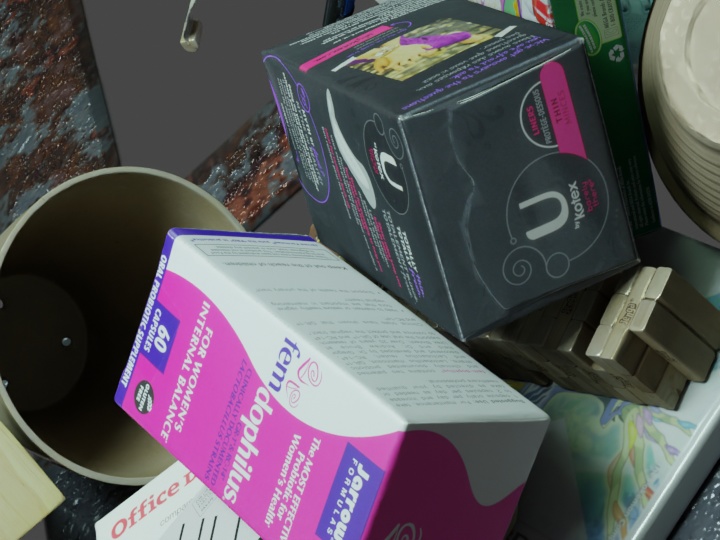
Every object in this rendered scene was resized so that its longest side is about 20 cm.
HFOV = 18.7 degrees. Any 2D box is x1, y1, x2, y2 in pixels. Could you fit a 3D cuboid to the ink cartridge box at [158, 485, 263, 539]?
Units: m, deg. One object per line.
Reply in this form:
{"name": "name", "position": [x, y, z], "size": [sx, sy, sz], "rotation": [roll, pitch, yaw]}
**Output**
{"name": "ink cartridge box", "position": [-0.099, 0.199, 1.097], "size": [0.200, 0.044, 0.094], "rotation": [-50, 35, 5]}

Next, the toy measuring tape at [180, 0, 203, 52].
{"name": "toy measuring tape", "position": [-0.079, -0.216, 1.548], "size": [0.200, 0.073, 0.074], "rotation": [113, 169, -55]}

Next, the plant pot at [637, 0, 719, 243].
{"name": "plant pot", "position": [0.208, -0.101, 1.053], "size": [0.200, 0.092, 0.202], "rotation": [-2, 87, 38]}

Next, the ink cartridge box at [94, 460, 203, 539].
{"name": "ink cartridge box", "position": [-0.061, 0.190, 1.174], "size": [0.147, 0.086, 0.201], "rotation": [-37, 40, 20]}

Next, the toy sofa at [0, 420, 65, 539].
{"name": "toy sofa", "position": [-0.249, 0.134, 1.319], "size": [0.097, 0.083, 0.200], "rotation": [-40, 6, -12]}

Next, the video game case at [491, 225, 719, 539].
{"name": "video game case", "position": [0.119, 0.068, 1.134], "size": [0.200, 0.022, 0.182], "rotation": [-55, 36, -6]}

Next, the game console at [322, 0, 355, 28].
{"name": "game console", "position": [-0.047, -0.266, 1.463], "size": [0.171, 0.118, 0.201], "rotation": [103, 177, -54]}

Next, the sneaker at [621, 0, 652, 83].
{"name": "sneaker", "position": [0.136, -0.151, 1.254], "size": [0.199, 0.082, 0.074], "rotation": [-21, 46, 35]}

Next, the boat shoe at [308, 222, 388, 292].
{"name": "boat shoe", "position": [0.000, -0.001, 1.291], "size": [0.067, 0.072, 0.201], "rotation": [-6, 49, 51]}

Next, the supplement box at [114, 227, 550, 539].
{"name": "supplement box", "position": [-0.018, 0.068, 1.076], "size": [0.200, 0.103, 0.102], "rotation": [35, 113, 41]}

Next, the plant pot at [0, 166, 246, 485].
{"name": "plant pot", "position": [-0.178, 0.040, 1.378], "size": [0.200, 0.187, 0.188], "rotation": [-9, 51, 62]}

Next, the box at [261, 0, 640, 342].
{"name": "box", "position": [0.042, -0.061, 1.117], "size": [0.106, 0.123, 0.200], "rotation": [-23, 22, -14]}

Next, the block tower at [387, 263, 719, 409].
{"name": "block tower", "position": [0.092, 0.025, 1.135], "size": [0.199, 0.058, 0.054], "rotation": [7, 64, 52]}

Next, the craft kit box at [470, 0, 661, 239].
{"name": "craft kit box", "position": [0.081, -0.132, 1.174], "size": [0.048, 0.201, 0.197], "rotation": [-19, 22, -13]}

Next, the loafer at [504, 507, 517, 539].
{"name": "loafer", "position": [0.024, 0.079, 1.154], "size": [0.200, 0.068, 0.076], "rotation": [45, 118, 39]}

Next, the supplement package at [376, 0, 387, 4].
{"name": "supplement package", "position": [0.064, -0.271, 1.339], "size": [0.191, 0.200, 0.148], "rotation": [-24, 44, 34]}
